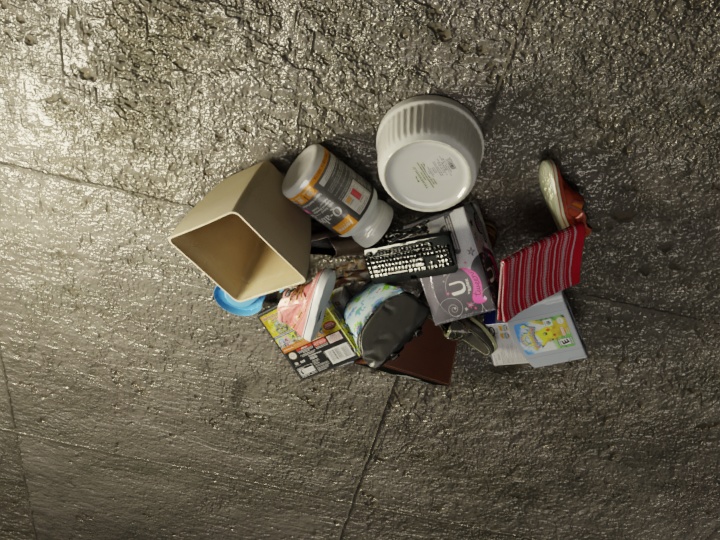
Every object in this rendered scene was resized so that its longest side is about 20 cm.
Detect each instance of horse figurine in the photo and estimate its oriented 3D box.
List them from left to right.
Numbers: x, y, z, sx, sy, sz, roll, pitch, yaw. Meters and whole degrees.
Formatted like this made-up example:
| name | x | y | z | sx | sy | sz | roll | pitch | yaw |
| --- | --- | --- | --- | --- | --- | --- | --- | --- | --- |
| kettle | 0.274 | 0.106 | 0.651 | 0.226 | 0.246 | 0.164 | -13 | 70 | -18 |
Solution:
| name | x | y | z | sx | sy | sz | roll | pitch | yaw |
| --- | --- | --- | --- | --- | --- | --- | --- | --- | --- |
| horse figurine | 0.000 | 0.000 | 1.725 | 0.131 | 0.051 | 0.199 | -8 | 171 | -37 |

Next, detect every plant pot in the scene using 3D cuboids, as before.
| name | x | y | z | sx | sy | sz | roll | pitch | yaw |
| --- | --- | --- | --- | --- | --- | --- | --- | --- | --- |
| plant pot | -0.205 | -0.087 | 1.604 | 0.198 | 0.179 | 0.200 | -16 | 131 | 39 |

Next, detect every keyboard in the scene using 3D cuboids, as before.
| name | x | y | z | sx | sy | sz | roll | pitch | yaw |
| --- | --- | --- | --- | --- | --- | --- | --- | --- | --- |
| keyboard | 0.082 | -0.031 | 1.565 | 0.198 | 0.039 | 0.106 | -10 | 98 | 36 |

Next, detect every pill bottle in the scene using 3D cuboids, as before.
| name | x | y | z | sx | sy | sz | roll | pitch | yaw |
| --- | --- | --- | --- | --- | --- | --- | --- | --- | --- |
| pill bottle | -0.040 | -0.136 | 1.586 | 0.199 | 0.117 | 0.116 | 36 | 129 | -23 |

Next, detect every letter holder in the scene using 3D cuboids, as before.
| name | x | y | z | sx | sy | sz | roll | pitch | yaw |
| --- | --- | --- | --- | --- | --- | --- | --- | --- | --- |
| letter holder | 0.105 | 0.160 | 1.863 | 0.198 | 0.144 | 0.100 | 19 | 167 | -28 |

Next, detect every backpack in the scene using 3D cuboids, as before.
| name | x | y | z | sx | sy | sz | roll | pitch | yaw |
| --- | --- | --- | --- | --- | --- | --- | --- | --- | --- |
| backpack | 0.043 | 0.095 | 1.681 | 0.154 | 0.200 | 0.163 | 44 | 92 | 4 |

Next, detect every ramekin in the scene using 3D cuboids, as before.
| name | x | y | z | sx | sy | sz | roll | pitch | yaw |
| --- | --- | --- | --- | --- | --- | --- | --- | --- | --- |
| ramekin | 0.121 | -0.199 | 1.506 | 0.197 | 0.106 | 0.202 | 5 | 134 | 5 |

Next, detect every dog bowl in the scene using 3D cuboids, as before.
| name | x | y | z | sx | sy | sz | roll | pitch | yaw |
| --- | --- | --- | --- | --- | --- | --- | --- | --- | --- |
| dog bowl | -0.233 | 0.020 | 1.818 | 0.111 | 0.050 | 0.200 | 33 | 131 | -22 |

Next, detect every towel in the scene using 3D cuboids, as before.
| name | x | y | z | sx | sy | sz | roll | pitch | yaw |
| --- | --- | --- | --- | --- | --- | --- | --- | --- | --- |
| towel | 0.335 | 0.003 | 1.556 | 0.198 | 0.022 | 0.146 | -24 | 131 | -25 |

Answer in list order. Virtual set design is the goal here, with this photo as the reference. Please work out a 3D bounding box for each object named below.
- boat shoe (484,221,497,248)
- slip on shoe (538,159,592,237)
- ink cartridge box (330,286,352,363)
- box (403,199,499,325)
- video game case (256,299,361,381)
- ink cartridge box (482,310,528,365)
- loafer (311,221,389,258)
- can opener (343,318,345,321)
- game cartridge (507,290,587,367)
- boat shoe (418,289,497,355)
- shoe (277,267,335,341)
| name | x | y | z | sx | sy | sz | roll | pitch | yaw |
| --- | --- | --- | --- | --- | --- | --- | --- | --- | --- |
| boat shoe | 0.213 | -0.013 | 1.699 | 0.071 | 0.069 | 0.201 | 22 | 133 | -13 |
| slip on shoe | 0.380 | -0.130 | 1.565 | 0.061 | 0.074 | 0.201 | -29 | 126 | 4 |
| ink cartridge box | -0.072 | 0.140 | 1.915 | 0.198 | 0.047 | 0.198 | -18 | 130 | 26 |
| box | 0.183 | -0.015 | 1.605 | 0.131 | 0.115 | 0.203 | -17 | 95 | 24 |
| video game case | -0.109 | 0.136 | 1.823 | 0.199 | 0.026 | 0.182 | -26 | 102 | 40 |
| ink cartridge box | 0.341 | 0.129 | 1.812 | 0.197 | 0.077 | 0.137 | -8 | 131 | 14 |
| loafer | -0.036 | -0.051 | 1.700 | 0.197 | 0.072 | 0.074 | 0 | 135 | 9 |
| can opener | -0.050 | 0.140 | 1.840 | 0.199 | 0.079 | 0.063 | -24 | 135 | 38 |
| game cartridge | 0.375 | 0.121 | 1.725 | 0.132 | 0.041 | 0.201 | -12 | 129 | 25 |
| boat shoe | 0.198 | 0.116 | 1.780 | 0.201 | 0.066 | 0.072 | 42 | 152 | 5 |
| shoe | -0.114 | 0.056 | 1.707 | 0.090 | 0.072 | 0.201 | 28 | 137 | 10 |
